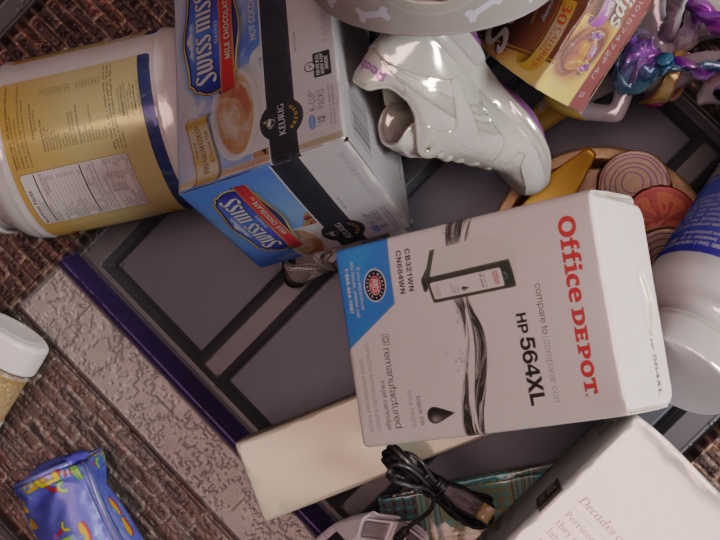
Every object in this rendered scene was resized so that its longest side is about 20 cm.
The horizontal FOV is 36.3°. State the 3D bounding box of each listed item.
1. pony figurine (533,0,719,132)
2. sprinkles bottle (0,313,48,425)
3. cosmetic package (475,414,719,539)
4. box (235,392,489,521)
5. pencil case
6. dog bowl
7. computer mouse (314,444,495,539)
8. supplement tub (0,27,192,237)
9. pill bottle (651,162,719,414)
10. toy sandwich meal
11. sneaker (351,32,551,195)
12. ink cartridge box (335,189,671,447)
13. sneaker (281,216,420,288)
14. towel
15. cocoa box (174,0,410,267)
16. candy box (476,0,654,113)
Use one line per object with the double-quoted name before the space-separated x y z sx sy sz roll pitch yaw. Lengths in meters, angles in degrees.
"pony figurine" 0.227 -0.193 0.841 0.200 0.166 0.193 2 87 29
"sprinkles bottle" -0.343 0.133 0.929 0.068 0.068 0.200 32 92 7
"cosmetic package" 0.179 0.224 0.789 0.165 0.165 0.200 45 93 9
"box" 0.008 0.129 0.879 0.200 0.082 0.068 -22 86 5
"pencil case" -0.206 0.241 0.901 0.087 0.078 0.200 -33 84 34
"dog bowl" 0.049 -0.223 0.734 0.200 0.200 0.059 0 130 7
"computer mouse" 0.010 0.207 0.861 0.110 0.044 0.200 27 127 -27
"supplement tub" -0.218 -0.106 0.884 0.200 0.144 0.145 -11 86 7
"pill bottle" 0.274 0.003 0.798 0.112 0.112 0.200 37 66 7
"toy sandwich meal" 0.185 -0.003 0.866 0.205 0.070 0.206 0 88 7
"sneaker" 0.067 -0.110 0.807 0.100 0.200 0.075 -47 38 0
"ink cartridge box" 0.095 0.037 0.755 0.200 0.084 0.146 -14 81 33
"sneaker" 0.000 0.000 0.895 0.115 0.075 0.200 -34 74 10
"towel" 0.123 0.236 0.889 0.200 0.022 0.147 -11 86 7
"cocoa box" -0.054 -0.127 0.830 0.131 0.133 0.200 -15 61 17
"candy box" 0.125 -0.215 0.819 0.117 0.056 0.200 -58 40 16
